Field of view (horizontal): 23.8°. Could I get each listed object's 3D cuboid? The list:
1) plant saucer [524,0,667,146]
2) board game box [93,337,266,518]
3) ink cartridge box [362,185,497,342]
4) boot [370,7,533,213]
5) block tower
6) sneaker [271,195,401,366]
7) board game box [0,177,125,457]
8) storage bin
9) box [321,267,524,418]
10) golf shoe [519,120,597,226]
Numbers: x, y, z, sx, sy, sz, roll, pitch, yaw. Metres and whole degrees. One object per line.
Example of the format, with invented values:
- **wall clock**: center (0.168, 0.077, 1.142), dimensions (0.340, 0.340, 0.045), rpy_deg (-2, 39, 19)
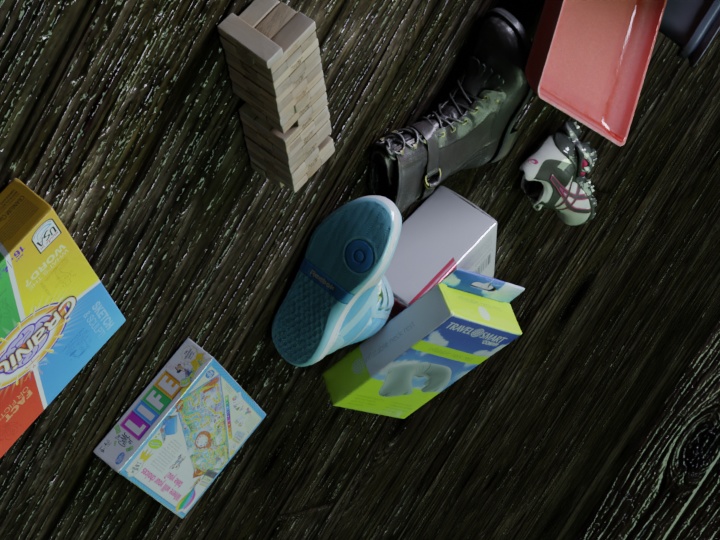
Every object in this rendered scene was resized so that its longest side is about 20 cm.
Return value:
- **plant saucer**: center (0.233, -0.244, 1.689), dimensions (0.200, 0.037, 0.200), rpy_deg (19, 87, -54)
- **board game box**: center (-0.166, 0.153, 1.616), dimensions (0.135, 0.034, 0.200), rpy_deg (-51, 159, -9)
- **ink cartridge box**: center (0.074, 0.025, 1.861), dimensions (0.146, 0.085, 0.200), rpy_deg (-45, 155, -22)
- **boot**: center (0.084, -0.144, 1.658), dimensions (0.174, 0.069, 0.200), rpy_deg (-28, 141, -34)
- **block tower**: center (-0.064, -0.139, 1.362), dimensions (0.058, 0.054, 0.200), rpy_deg (-48, 159, -18)
- **sneaker**: center (0.000, 0.000, 1.680), dimensions (0.130, 0.080, 0.200), rpy_deg (-16, 147, -55)
- **board game box**: center (-0.259, 0.042, 1.241), dimensions (0.153, 0.040, 0.200), rpy_deg (-49, 158, -13)
- **storage bin**: center (0.353, -0.338, 1.820), dimensions (0.200, 0.134, 0.146), rpy_deg (-58, 177, 11)
- **box**: center (0.071, 0.079, 1.763), dimensions (0.200, 0.048, 0.122), rpy_deg (-39, 146, 29)
- **golf shoe**: center (0.231, -0.105, 2.042), dimensions (0.088, 0.077, 0.200), rpy_deg (-30, 153, -6)
